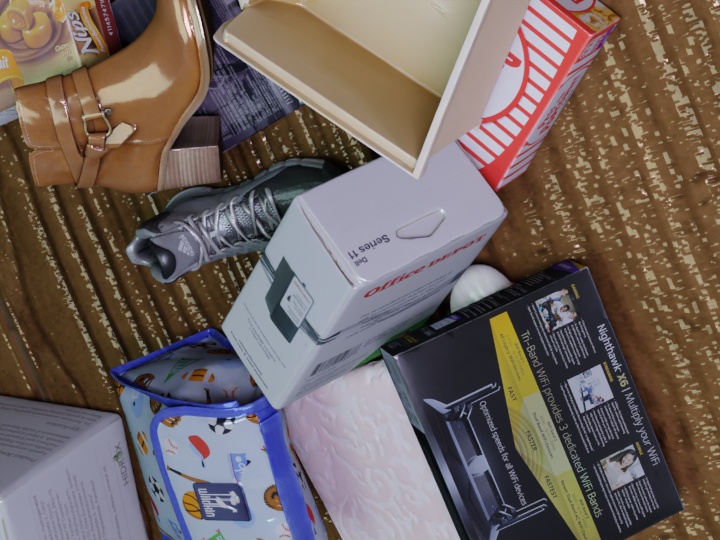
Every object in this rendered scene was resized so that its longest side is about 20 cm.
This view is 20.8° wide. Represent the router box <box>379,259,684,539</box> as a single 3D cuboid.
[{"bbox_3d":[0.125,0.115,1.423,0.052,0.157,0.200,-151,38,-77],"label":"router box"}]

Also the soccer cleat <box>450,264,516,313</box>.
[{"bbox_3d":[0.105,0.095,1.474,0.069,0.078,0.201,-3,110,37],"label":"soccer cleat"}]

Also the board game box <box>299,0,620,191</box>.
[{"bbox_3d":[0.064,-0.177,1.388,0.200,0.046,0.152,40,130,13],"label":"board game box"}]

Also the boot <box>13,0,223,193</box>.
[{"bbox_3d":[-0.188,-0.148,1.508,0.155,0.077,0.200,-2,129,-1],"label":"boot"}]

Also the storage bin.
[{"bbox_3d":[0.015,-0.207,1.316,0.198,0.094,0.200,35,128,17],"label":"storage bin"}]

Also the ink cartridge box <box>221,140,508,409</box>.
[{"bbox_3d":[0.000,0.000,1.422,0.083,0.146,0.200,55,148,14],"label":"ink cartridge box"}]

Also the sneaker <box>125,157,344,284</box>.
[{"bbox_3d":[-0.104,-0.027,1.539,0.200,0.115,0.075,-12,105,40],"label":"sneaker"}]

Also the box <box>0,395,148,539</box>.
[{"bbox_3d":[-0.323,0.241,1.796,0.199,0.171,0.201,5,115,34],"label":"box"}]

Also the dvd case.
[{"bbox_3d":[-0.145,-0.160,1.569,0.200,0.016,0.149,-26,96,41],"label":"dvd case"}]

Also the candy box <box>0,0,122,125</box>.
[{"bbox_3d":[-0.287,-0.190,1.615,0.200,0.055,0.116,-16,88,42],"label":"candy box"}]

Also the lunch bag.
[{"bbox_3d":[-0.108,0.157,1.592,0.200,0.124,0.170,19,129,58],"label":"lunch bag"}]

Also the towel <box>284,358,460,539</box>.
[{"bbox_3d":[0.023,0.162,1.568,0.200,0.032,0.191,-15,104,56],"label":"towel"}]
